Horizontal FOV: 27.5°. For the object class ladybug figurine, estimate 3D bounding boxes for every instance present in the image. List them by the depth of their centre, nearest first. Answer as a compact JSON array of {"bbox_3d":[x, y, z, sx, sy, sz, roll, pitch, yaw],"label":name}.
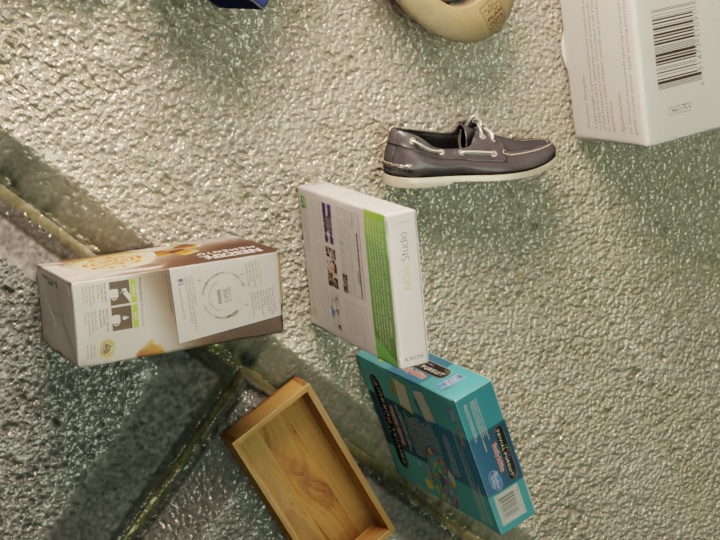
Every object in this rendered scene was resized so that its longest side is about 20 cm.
[{"bbox_3d":[0.074,-0.309,1.447,0.136,0.072,0.200,-45,116,-14],"label":"ladybug figurine"}]

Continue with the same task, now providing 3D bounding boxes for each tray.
[{"bbox_3d":[-0.052,0.218,1.504,0.098,0.037,0.201,-37,116,-18],"label":"tray"}]

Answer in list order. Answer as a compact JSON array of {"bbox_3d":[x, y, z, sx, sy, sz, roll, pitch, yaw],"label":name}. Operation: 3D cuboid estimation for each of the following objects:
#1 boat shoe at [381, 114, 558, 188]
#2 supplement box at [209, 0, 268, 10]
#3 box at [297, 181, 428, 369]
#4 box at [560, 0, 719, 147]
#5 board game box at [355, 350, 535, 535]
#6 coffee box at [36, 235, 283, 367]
[{"bbox_3d":[0.116,-0.126,1.507,0.199,0.073,0.063,-8,107,-22],"label":"boat shoe"},{"bbox_3d":[-0.105,-0.349,1.322,0.108,0.109,0.201,28,86,-30],"label":"supplement box"},{"bbox_3d":[0.000,0.000,1.395,0.036,0.200,0.145,-11,106,-22],"label":"box"},{"bbox_3d":[0.330,-0.250,1.564,0.199,0.131,0.200,-16,107,-25],"label":"box"},{"bbox_3d":[0.082,0.159,1.470,0.047,0.200,0.152,-27,112,-21],"label":"board game box"},{"bbox_3d":[-0.183,0.025,1.350,0.199,0.114,0.080,-9,104,-26],"label":"coffee box"}]
